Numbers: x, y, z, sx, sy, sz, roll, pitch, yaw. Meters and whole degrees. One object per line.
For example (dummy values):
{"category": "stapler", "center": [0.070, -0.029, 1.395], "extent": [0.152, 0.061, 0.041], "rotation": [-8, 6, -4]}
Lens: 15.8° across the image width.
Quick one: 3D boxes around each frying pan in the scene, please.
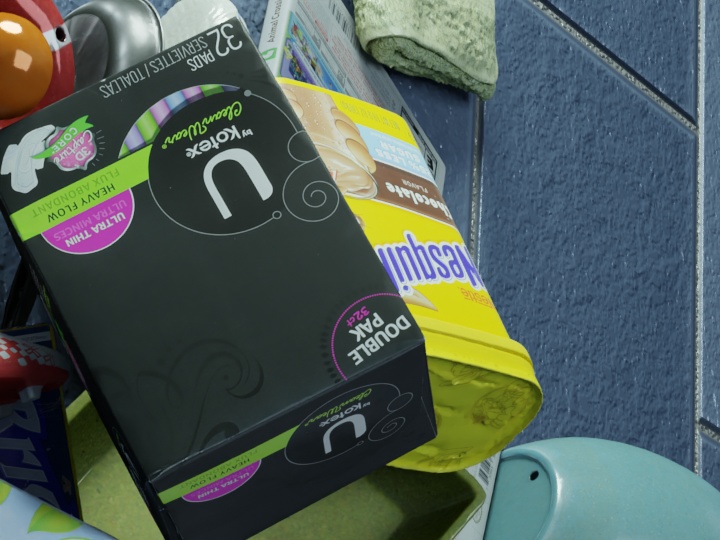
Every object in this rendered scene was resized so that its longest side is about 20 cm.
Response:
{"category": "frying pan", "center": [-0.167, -0.065, 1.387], "extent": [0.031, 0.115, 0.191], "rotation": [26, 104, -38]}

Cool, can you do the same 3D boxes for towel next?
{"category": "towel", "center": [0.044, -0.199, 1.749], "extent": [0.200, 0.036, 0.150], "rotation": [13, 68, -62]}

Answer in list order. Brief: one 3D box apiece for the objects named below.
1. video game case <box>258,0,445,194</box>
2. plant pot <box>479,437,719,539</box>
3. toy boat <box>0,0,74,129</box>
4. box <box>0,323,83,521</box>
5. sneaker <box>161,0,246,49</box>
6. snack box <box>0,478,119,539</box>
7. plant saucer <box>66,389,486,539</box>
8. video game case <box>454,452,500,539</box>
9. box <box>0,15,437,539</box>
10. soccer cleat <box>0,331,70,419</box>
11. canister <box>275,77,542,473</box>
{"category": "video game case", "center": [-0.006, -0.079, 1.634], "extent": [0.200, 0.022, 0.183], "rotation": [56, 25, -32]}
{"category": "plant pot", "center": [0.126, 0.184, 1.639], "extent": [0.135, 0.199, 0.201], "rotation": [40, 49, -36]}
{"category": "toy boat", "center": [-0.204, -0.092, 1.274], "extent": [0.200, 0.130, 0.131], "rotation": [-34, 109, -55]}
{"category": "box", "center": [-0.175, 0.131, 1.290], "extent": [0.070, 0.064, 0.202], "rotation": [-9, 88, -20]}
{"category": "sneaker", "center": [-0.110, -0.076, 1.470], "extent": [0.200, 0.071, 0.073], "rotation": [-61, 137, -41]}
{"category": "snack box", "center": [-0.152, 0.189, 1.228], "extent": [0.199, 0.053, 0.143], "rotation": [29, 73, -17]}
{"category": "plant saucer", "center": [-0.066, 0.127, 1.398], "extent": [0.200, 0.048, 0.200], "rotation": [41, 57, 5]}
{"category": "video game case", "center": [0.015, 0.127, 1.538], "extent": [0.181, 0.036, 0.201], "rotation": [46, 47, -42]}
{"category": "box", "center": [-0.072, 0.011, 1.251], "extent": [0.201, 0.148, 0.124], "rotation": [60, -9, 24]}
{"category": "soccer cleat", "center": [-0.228, 0.022, 1.211], "extent": [0.199, 0.069, 0.086], "rotation": [6, 71, -25]}
{"category": "canister", "center": [0.000, 0.000, 1.412], "extent": [0.148, 0.087, 0.201], "rotation": [14, 40, -43]}
